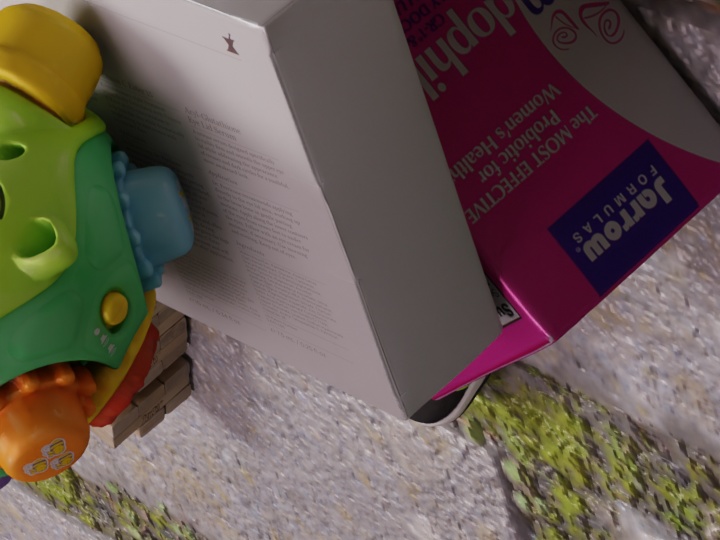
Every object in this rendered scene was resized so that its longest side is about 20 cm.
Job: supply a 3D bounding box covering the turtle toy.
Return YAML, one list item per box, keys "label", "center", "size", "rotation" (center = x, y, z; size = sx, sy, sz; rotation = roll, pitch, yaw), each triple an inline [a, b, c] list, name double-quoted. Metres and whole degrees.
- label: "turtle toy"
  center: [-0.120, 0.011, 0.883]
  size: [0.101, 0.146, 0.200]
  rotation: [33, 160, -17]

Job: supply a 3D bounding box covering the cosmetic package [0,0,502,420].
- label: "cosmetic package"
  center: [-0.057, -0.053, 0.887]
  size: [0.200, 0.052, 0.151]
  rotation: [24, 147, 42]

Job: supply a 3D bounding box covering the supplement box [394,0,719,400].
- label: "supplement box"
  center: [0.013, -0.071, 0.927]
  size: [0.200, 0.101, 0.103]
  rotation: [51, 155, -5]

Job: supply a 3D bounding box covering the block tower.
- label: "block tower"
  center: [-0.116, 0.005, 1.295]
  size: [0.058, 0.054, 0.200]
  rotation: [37, 152, 23]

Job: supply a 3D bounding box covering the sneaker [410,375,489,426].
- label: "sneaker"
  center: [0.000, 0.000, 1.067]
  size: [0.072, 0.083, 0.200]
  rotation: [35, 151, 29]
